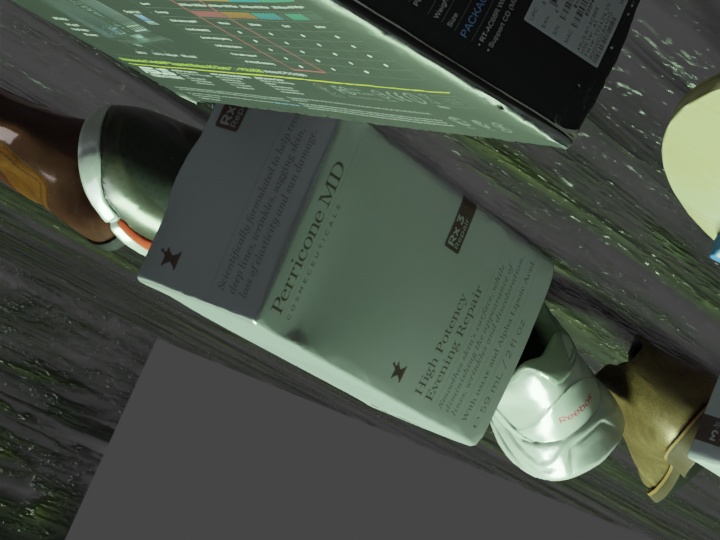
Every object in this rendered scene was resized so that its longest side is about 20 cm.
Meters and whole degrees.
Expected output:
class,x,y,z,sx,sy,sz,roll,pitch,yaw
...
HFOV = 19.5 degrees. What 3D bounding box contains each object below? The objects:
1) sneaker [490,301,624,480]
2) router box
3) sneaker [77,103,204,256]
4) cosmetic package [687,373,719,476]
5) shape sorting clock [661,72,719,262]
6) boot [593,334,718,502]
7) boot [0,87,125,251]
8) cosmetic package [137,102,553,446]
class,x,y,z,sx,sy,sz,roll,pitch,yaw
sneaker,0.060,0.026,1.126,0.200,0.078,0.099,31,152,44
router box,-0.047,-0.094,0.501,0.150,0.062,0.200,27,173,-31
sneaker,-0.054,-0.037,1.074,0.082,0.077,0.200,-18,146,39
cosmetic package,0.235,0.084,0.854,0.113,0.081,0.200,18,170,41
shape sorting clock,0.173,-0.003,0.541,0.200,0.039,0.200,24,170,5
boot,0.171,0.079,1.174,0.075,0.074,0.200,42,173,14
boot,-0.214,-0.097,1.213,0.200,0.069,0.188,36,176,-29
cosmetic package,0.000,0.000,0.938,0.074,0.102,0.200,19,173,35
